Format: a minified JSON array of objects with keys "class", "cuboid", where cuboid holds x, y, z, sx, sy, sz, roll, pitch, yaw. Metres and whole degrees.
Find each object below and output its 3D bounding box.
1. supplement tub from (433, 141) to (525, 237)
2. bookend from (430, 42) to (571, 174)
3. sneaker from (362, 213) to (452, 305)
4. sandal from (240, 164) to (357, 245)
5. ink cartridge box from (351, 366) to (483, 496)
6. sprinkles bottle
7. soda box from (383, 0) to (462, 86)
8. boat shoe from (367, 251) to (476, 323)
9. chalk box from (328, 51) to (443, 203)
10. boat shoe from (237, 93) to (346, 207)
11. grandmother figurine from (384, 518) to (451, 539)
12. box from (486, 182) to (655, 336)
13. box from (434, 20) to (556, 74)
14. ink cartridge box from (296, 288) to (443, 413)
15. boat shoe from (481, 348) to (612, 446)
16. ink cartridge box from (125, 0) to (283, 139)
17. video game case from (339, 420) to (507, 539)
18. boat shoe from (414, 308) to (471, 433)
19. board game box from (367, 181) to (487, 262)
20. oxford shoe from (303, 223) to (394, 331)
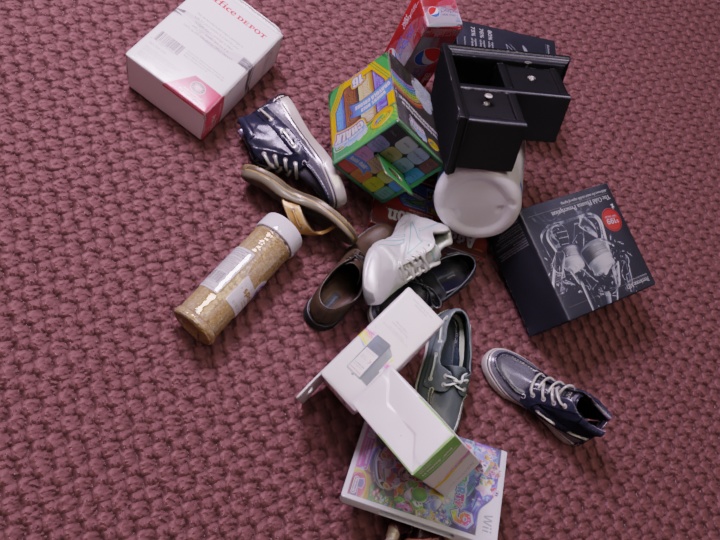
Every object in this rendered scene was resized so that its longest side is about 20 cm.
[{"class":"supplement tub","cuboid":[0.188,-0.159,1.045,0.131,0.132,0.201,26,43,-7]},{"class":"bookend","cuboid":[0.211,-0.224,0.954,0.197,0.093,0.201,4,45,-5]},{"class":"sneaker","cuboid":[0.067,-0.020,0.960,0.080,0.071,0.200,9,39,29]},{"class":"sandal","cuboid":[-0.095,-0.086,0.989,0.199,0.080,0.054,30,81,-1]},{"class":"ink cartridge box","cuboid":[0.077,0.207,0.833,0.067,0.200,0.117,-43,57,-3]},{"class":"sprinkles bottle","cuboid":[-0.165,0.008,0.929,0.068,0.068,0.200,40,63,0]},{"class":"soda box","cuboid":[0.088,-0.352,1.078,0.063,0.200,0.071,-6,72,-21]},{"class":"boat shoe","cuboid":[0.095,0.027,1.012,0.199,0.062,0.075,-27,82,-24]},{"class":"chalk box","cuboid":[0.038,-0.193,0.997,0.125,0.123,0.201,34,40,-40]},{"class":"boat shoe","cuboid":[-0.107,-0.163,1.012,0.092,0.075,0.201,-29,74,-17]},{"class":"grandmother figurine","cuboid":[0.078,0.351,0.886,0.121,0.060,0.202,20,58,-40]},{"class":"box","cuboid":[0.333,-0.019,1.075,0.199,0.104,0.183,-18,80,-27]},{"class":"box","cuboid":[0.236,-0.327,1.171,0.198,0.104,0.149,7,67,-16]},{"class":"ink cartridge box","cuboid":[0.012,0.124,0.890,0.200,0.117,0.067,-43,81,-10]},{"class":"boat shoe","cuboid":[0.278,0.177,0.996,0.199,0.093,0.075,37,63,-2]},{"class":"ink cartridge box","cuboid":[-0.234,-0.323,1.025,0.145,0.085,0.201,36,65,-2]},{"class":"video game case","cuboid":[0.087,0.267,0.880,0.198,0.018,0.144,17,41,6]},{"class":"boat shoe","cuboid":[0.125,0.149,0.973,0.072,0.062,0.202,15,66,-14]},{"class":"board game box","cuboid":[0.115,-0.089,1.087,0.198,0.019,0.104,17,67,-12]},{"class":"oxford shoe","cuboid":[0.000,0.000,0.979,0.072,0.084,0.200,36,61,0]}]
